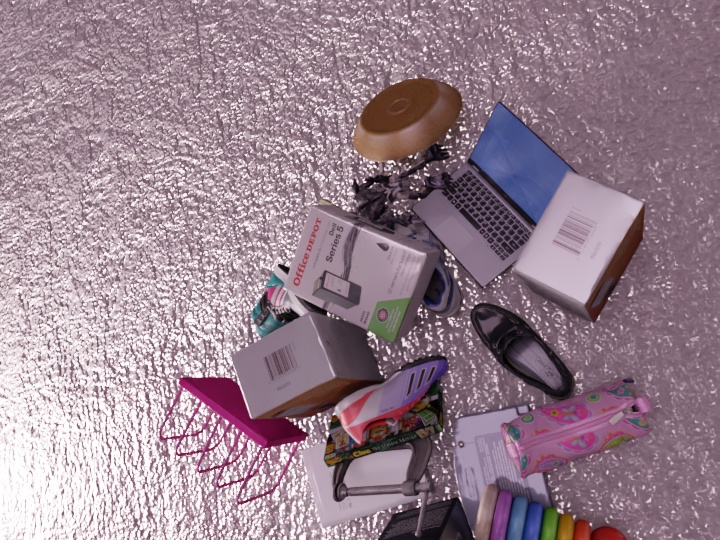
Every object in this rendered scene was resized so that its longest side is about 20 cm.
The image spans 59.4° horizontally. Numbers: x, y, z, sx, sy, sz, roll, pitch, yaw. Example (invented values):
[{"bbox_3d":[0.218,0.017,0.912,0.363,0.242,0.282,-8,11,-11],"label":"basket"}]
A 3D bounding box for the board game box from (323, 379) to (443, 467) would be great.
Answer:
[{"bbox_3d":[0.037,0.244,1.010,0.200,0.105,0.023,-23,112,17],"label":"board game box"}]

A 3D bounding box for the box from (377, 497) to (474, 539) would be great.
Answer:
[{"bbox_3d":[0.104,0.454,0.866,0.123,0.198,0.200,-23,85,18],"label":"box"}]

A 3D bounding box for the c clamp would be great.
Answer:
[{"bbox_3d":[0.029,0.307,0.943,0.200,0.027,0.171,-13,33,37],"label":"c clamp"}]

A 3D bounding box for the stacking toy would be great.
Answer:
[{"bbox_3d":[0.262,0.362,0.867,0.200,0.085,0.085,11,85,19],"label":"stacking toy"}]

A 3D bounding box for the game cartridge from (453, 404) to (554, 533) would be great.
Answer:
[{"bbox_3d":[0.213,0.313,0.954,0.133,0.040,0.200,-14,75,16],"label":"game cartridge"}]

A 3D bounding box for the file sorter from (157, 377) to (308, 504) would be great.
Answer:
[{"bbox_3d":[-0.224,0.287,1.086,0.200,0.139,0.125,28,93,25],"label":"file sorter"}]

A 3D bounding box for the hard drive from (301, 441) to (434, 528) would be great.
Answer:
[{"bbox_3d":[0.009,0.331,1.041,0.200,0.027,0.132,-24,72,18],"label":"hard drive"}]

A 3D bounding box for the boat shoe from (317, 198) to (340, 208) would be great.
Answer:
[{"bbox_3d":[-0.014,-0.049,1.095,0.200,0.073,0.065,42,92,23],"label":"boat shoe"}]

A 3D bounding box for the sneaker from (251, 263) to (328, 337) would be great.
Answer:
[{"bbox_3d":[-0.128,0.074,1.086,0.121,0.084,0.200,-62,28,8],"label":"sneaker"}]

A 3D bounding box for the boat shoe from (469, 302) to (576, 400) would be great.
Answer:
[{"bbox_3d":[0.240,0.119,0.960,0.075,0.066,0.199,-44,67,10],"label":"boat shoe"}]

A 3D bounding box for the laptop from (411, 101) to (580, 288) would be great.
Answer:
[{"bbox_3d":[0.204,-0.116,0.988,0.200,0.116,0.187,-39,67,0],"label":"laptop"}]

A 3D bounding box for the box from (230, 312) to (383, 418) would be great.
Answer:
[{"bbox_3d":[-0.079,0.157,1.006,0.152,0.200,0.106,-30,69,15],"label":"box"}]

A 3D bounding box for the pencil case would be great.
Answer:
[{"bbox_3d":[0.301,0.221,0.885,0.200,0.087,0.087,-20,73,5],"label":"pencil case"}]

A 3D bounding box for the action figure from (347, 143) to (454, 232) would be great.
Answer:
[{"bbox_3d":[0.062,-0.118,1.025,0.200,0.102,0.119,-27,67,35],"label":"action figure"}]

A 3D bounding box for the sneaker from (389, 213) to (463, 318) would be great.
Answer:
[{"bbox_3d":[0.102,-0.018,1.032,0.075,0.088,0.200,-36,68,15],"label":"sneaker"}]

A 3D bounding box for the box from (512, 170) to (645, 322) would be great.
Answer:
[{"bbox_3d":[0.310,-0.025,0.883,0.106,0.200,0.152,30,93,26],"label":"box"}]

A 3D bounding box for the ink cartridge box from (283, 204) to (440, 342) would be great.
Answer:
[{"bbox_3d":[0.000,0.000,0.973,0.200,0.084,0.146,24,103,18],"label":"ink cartridge box"}]

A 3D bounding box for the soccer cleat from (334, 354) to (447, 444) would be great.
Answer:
[{"bbox_3d":[0.060,0.198,0.985,0.200,0.068,0.073,-23,61,-19],"label":"soccer cleat"}]

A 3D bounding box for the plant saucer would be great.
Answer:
[{"bbox_3d":[0.071,-0.266,1.068,0.200,0.035,0.200,-17,44,17],"label":"plant saucer"}]
